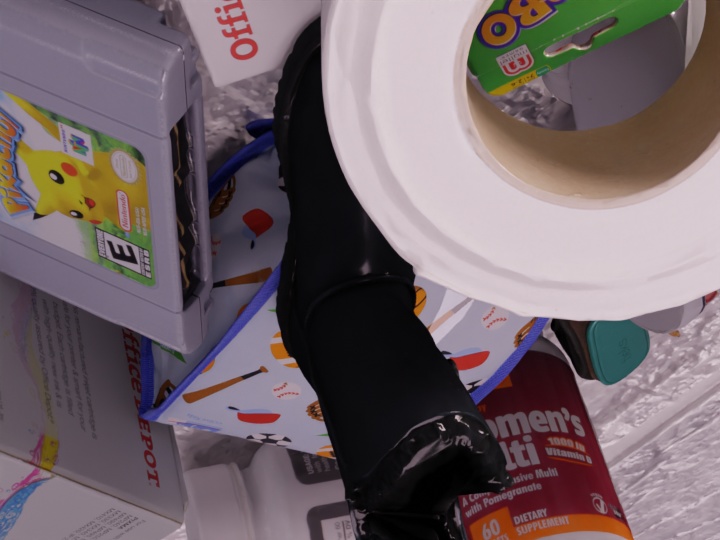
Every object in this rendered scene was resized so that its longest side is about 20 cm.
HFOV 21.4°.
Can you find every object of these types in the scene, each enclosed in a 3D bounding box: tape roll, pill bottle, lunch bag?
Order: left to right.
[{"bbox_3d":[-0.005,0.154,1.182,0.199,0.113,0.113,-8,143,-11],"label":"pill bottle"},{"bbox_3d":[0.000,0.000,0.980,0.170,0.124,0.200,12,142,-31],"label":"lunch bag"},{"bbox_3d":[0.080,0.103,1.076,0.109,0.200,0.110,-11,144,-8],"label":"pill bottle"},{"bbox_3d":[0.084,-0.083,0.697,0.202,0.071,0.203,-1,118,-2],"label":"tape roll"}]

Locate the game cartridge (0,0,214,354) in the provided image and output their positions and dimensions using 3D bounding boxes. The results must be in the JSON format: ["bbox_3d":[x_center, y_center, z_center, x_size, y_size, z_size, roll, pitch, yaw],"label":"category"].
[{"bbox_3d":[-0.132,-0.052,0.868,0.040,0.133,0.200,-51,157,-34],"label":"game cartridge"}]

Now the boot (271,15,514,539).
[{"bbox_3d":[0.017,0.012,0.800,0.076,0.168,0.201,-6,130,-18],"label":"boot"}]

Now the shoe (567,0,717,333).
[{"bbox_3d":[0.156,-0.070,0.895,0.091,0.071,0.201,-37,136,-29],"label":"shoe"}]

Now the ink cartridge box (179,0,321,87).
[{"bbox_3d":[0.005,-0.175,0.784,0.199,0.084,0.146,-19,143,1],"label":"ink cartridge box"}]

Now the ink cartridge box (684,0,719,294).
[{"bbox_3d":[0.245,-0.045,0.828,0.146,0.147,0.200,-6,159,32],"label":"ink cartridge box"}]

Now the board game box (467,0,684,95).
[{"bbox_3d":[0.055,-0.152,0.739,0.095,0.030,0.200,-25,137,10],"label":"board game box"}]

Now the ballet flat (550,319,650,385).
[{"bbox_3d":[0.124,0.001,1.047,0.068,0.068,0.200,-34,155,-13],"label":"ballet flat"}]

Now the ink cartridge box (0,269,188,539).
[{"bbox_3d":[-0.191,0.059,0.957,0.083,0.146,0.200,-33,140,23],"label":"ink cartridge box"}]

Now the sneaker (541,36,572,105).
[{"bbox_3d":[0.153,-0.152,0.887,0.200,0.075,0.087,-34,135,21],"label":"sneaker"}]

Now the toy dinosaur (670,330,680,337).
[{"bbox_3d":[0.196,-0.012,1.085,0.106,0.061,0.200,-38,165,28],"label":"toy dinosaur"}]
